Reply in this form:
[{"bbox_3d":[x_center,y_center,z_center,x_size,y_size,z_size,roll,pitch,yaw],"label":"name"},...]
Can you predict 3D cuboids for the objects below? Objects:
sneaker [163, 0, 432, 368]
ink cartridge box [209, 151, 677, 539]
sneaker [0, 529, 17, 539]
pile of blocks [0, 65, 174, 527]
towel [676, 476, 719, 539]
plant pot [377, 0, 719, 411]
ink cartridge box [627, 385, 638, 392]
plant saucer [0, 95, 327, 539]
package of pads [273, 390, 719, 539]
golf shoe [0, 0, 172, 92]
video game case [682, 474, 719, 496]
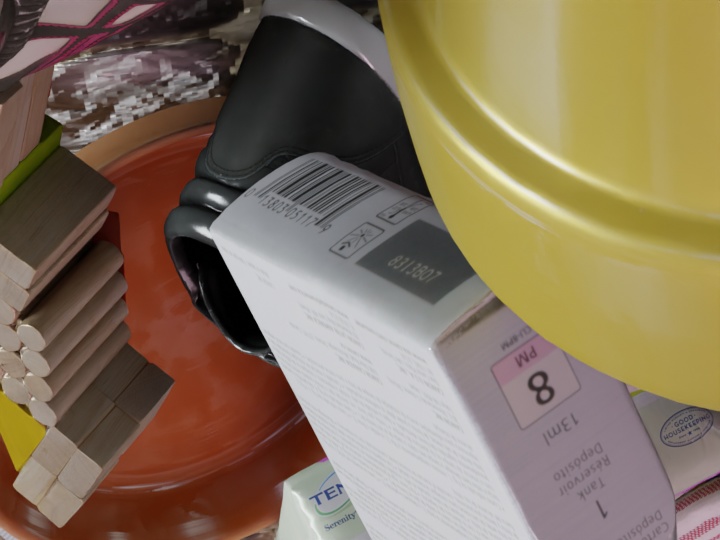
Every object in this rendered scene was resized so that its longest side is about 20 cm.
[{"bbox_3d":[0.000,0.000,0.780,0.071,0.099,0.200,22,164,38],"label":"sneaker"},{"bbox_3d":[0.042,0.072,0.656,0.057,0.201,0.162,-36,-157,-13],"label":"ink cartridge box"},{"bbox_3d":[-0.095,0.083,1.090,0.112,0.078,0.199,-16,-174,-44],"label":"sneaker"},{"bbox_3d":[-0.112,-0.012,0.752,0.082,0.062,0.201,13,132,28],"label":"pile of blocks"},{"bbox_3d":[0.191,0.110,0.973,0.199,0.030,0.146,-3,156,-31],"label":"towel"},{"bbox_3d":[0.092,-0.098,0.486,0.200,0.202,0.189,-12,146,6],"label":"plant pot"},{"bbox_3d":[0.129,-0.065,0.654,0.199,0.146,0.084,-20,158,26],"label":"ink cartridge box"},{"bbox_3d":[-0.061,0.022,0.856,0.199,0.032,0.201,-17,131,-20],"label":"plant saucer"},{"bbox_3d":[0.049,0.079,0.849,0.154,0.068,0.200,-26,171,-9],"label":"package of pads"},{"bbox_3d":[-0.065,-0.099,0.599,0.199,0.078,0.088,-21,-179,31],"label":"golf shoe"},{"bbox_3d":[0.199,0.082,1.012,0.181,0.023,0.200,-19,150,27],"label":"video game case"}]
